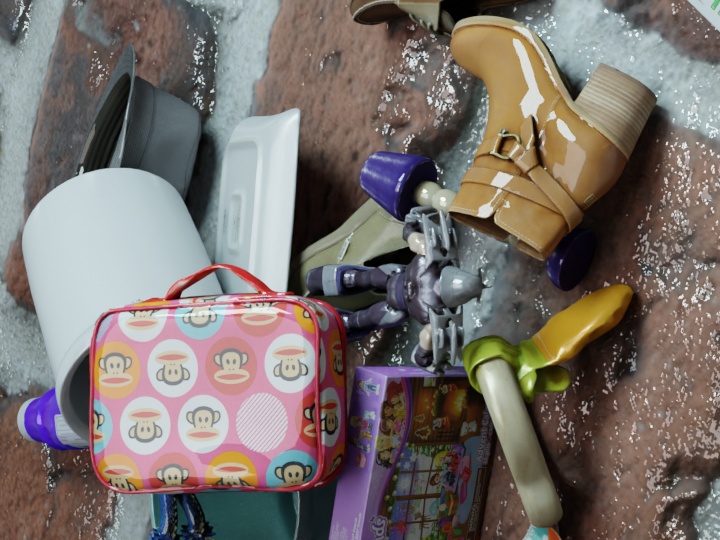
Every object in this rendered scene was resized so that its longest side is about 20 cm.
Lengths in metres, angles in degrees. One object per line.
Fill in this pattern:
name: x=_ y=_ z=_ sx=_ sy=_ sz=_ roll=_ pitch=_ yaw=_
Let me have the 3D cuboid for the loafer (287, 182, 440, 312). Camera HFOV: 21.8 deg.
loafer: x=0.000 y=0.000 z=1.580 sx=0.200 sy=0.076 sz=0.067 roll=-47 pitch=50 yaw=35

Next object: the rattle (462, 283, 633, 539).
rattle: x=0.164 y=0.131 z=1.432 sx=0.130 sy=0.143 sz=0.200 roll=141 pitch=108 yaw=-75

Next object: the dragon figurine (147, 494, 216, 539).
dragon figurine: x=-0.134 y=0.148 z=1.532 sx=0.099 sy=0.059 sz=0.200 roll=48 pitch=122 yaw=37

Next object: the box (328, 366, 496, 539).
box: x=0.042 y=0.176 z=1.481 sx=0.039 sy=0.137 sz=0.200 roll=16 pitch=100 yaw=46

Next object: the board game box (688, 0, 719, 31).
board game box: x=0.321 y=-0.181 z=1.275 sx=0.200 sy=0.035 sz=0.126 roll=52 pitch=124 yaw=35

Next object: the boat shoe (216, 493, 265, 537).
boat shoe: x=-0.124 y=0.162 z=1.717 sx=0.076 sy=0.072 sz=0.200 roll=-14 pitch=76 yaw=62

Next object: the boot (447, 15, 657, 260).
boot: x=0.110 y=-0.104 z=1.427 sx=0.200 sy=0.074 sz=0.155 roll=28 pitch=81 yaw=41

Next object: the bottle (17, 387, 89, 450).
bottle: x=-0.267 y=0.145 z=1.853 sx=0.200 sy=0.084 sz=0.065 roll=-9 pitch=88 yaw=46

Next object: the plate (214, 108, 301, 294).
plate: x=-0.097 y=-0.042 z=1.659 sx=0.200 sy=0.032 sz=0.200 roll=-172 pitch=86 yaw=-74

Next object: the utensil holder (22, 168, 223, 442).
utensil holder: x=-0.203 y=0.031 z=1.657 sx=0.170 sy=0.170 sz=0.200 roll=-55 pitch=39 yaw=30

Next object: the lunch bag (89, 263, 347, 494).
lunch bag: x=-0.111 y=0.083 z=1.440 sx=0.200 sy=0.082 sz=0.176 roll=-1 pitch=89 yaw=18

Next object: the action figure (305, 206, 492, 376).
action figure: x=0.032 y=0.017 z=1.442 sx=0.200 sy=0.069 sz=0.130 roll=-8 pitch=75 yaw=51

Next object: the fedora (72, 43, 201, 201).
fedora: x=-0.209 y=-0.107 z=1.781 sx=0.177 sy=0.090 sz=0.200 roll=-103 pitch=35 yaw=-55

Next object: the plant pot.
plant pot: x=-0.068 y=0.192 z=1.600 sx=0.200 sy=0.134 sz=0.200 roll=-3 pitch=85 yaw=48

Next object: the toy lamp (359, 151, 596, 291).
toy lamp: x=0.086 y=-0.043 z=1.470 sx=0.200 sy=0.058 sz=0.058 roll=26 pitch=108 yaw=31

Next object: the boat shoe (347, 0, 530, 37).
boat shoe: x=0.065 y=-0.227 z=1.527 sx=0.200 sy=0.076 sz=0.072 roll=-14 pitch=80 yaw=48
